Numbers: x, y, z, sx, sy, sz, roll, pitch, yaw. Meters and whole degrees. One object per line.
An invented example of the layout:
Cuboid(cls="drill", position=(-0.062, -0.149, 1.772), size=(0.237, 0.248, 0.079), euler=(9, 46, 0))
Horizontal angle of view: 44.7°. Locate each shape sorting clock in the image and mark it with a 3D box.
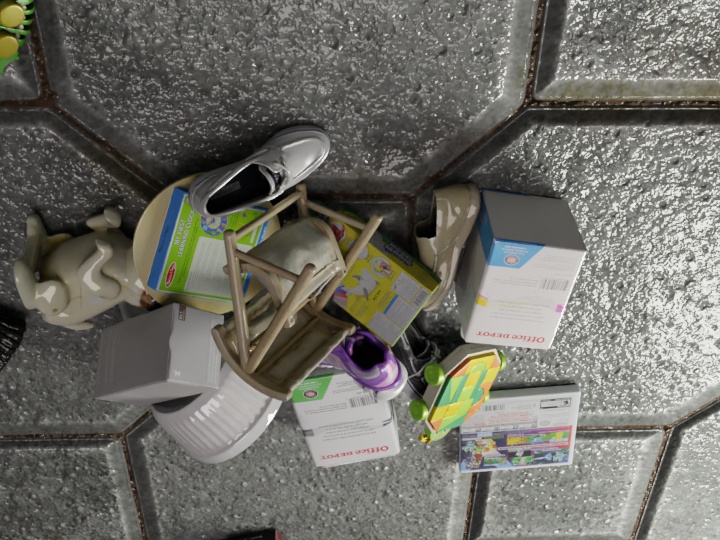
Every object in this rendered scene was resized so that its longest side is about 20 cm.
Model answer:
Cuboid(cls="shape sorting clock", position=(-0.201, -0.033, 1.159), size=(0.199, 0.039, 0.201), euler=(-12, 117, -24))

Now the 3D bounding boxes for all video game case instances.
Cuboid(cls="video game case", position=(0.267, 0.271, 1.490), size=(0.199, 0.023, 0.183), euler=(-5, 127, 0))

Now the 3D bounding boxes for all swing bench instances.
Cuboid(cls="swing bench", position=(-0.085, 0.024, 1.124), size=(0.129, 0.199, 0.201), euler=(23, 120, 16))

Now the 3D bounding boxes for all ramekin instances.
Cuboid(cls="ramekin", position=(-0.214, 0.168, 1.277), size=(0.200, 0.201, 0.105), euler=(-31, 124, 20))

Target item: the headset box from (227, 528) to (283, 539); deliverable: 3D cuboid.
Cuboid(cls="headset box", position=(-0.203, 0.583, 1.673), size=(0.148, 0.077, 0.200), euler=(-16, 125, 9))

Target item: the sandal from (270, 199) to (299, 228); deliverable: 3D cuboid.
Cuboid(cls="sandal", position=(-0.184, -0.067, 1.203), size=(0.200, 0.048, 0.076), euler=(-2, 123, -17))

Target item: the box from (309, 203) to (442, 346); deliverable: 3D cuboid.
Cuboid(cls="box", position=(0.000, 0.000, 1.218), size=(0.200, 0.048, 0.117), euler=(38, 123, 4))

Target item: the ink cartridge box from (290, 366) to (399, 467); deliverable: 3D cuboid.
Cuboid(cls="ink cartridge box", position=(-0.026, 0.209, 1.390), size=(0.145, 0.084, 0.201), euler=(-10, 127, 5))

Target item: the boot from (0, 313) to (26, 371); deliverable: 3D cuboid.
Cuboid(cls="boot", position=(-0.551, 0.055, 1.251), size=(0.157, 0.080, 0.211), euler=(31, 131, -15))

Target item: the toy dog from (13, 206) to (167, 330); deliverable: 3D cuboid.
Cuboid(cls="toy dog", position=(-0.345, 0.012, 1.194), size=(0.199, 0.140, 0.195), euler=(-5, 122, -4))

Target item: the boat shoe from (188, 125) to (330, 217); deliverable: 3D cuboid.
Cuboid(cls="boat shoe", position=(-0.118, -0.118, 1.105), size=(0.200, 0.065, 0.074), euler=(-33, 121, -13))

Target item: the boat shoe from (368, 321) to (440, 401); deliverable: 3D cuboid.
Cuboid(cls="boat shoe", position=(0.087, 0.132, 1.344), size=(0.068, 0.074, 0.200), euler=(-17, 118, 28))

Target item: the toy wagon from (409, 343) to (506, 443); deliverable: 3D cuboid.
Cuboid(cls="toy wagon", position=(0.146, 0.198, 1.360), size=(0.155, 0.040, 0.201), euler=(-6, 127, -41))

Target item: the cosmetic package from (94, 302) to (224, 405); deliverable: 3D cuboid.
Cuboid(cls="cosmetic package", position=(-0.276, 0.118, 1.187), size=(0.200, 0.107, 0.090), euler=(-14, 156, 42))

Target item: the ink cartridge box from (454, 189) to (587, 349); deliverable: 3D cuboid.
Cuboid(cls="ink cartridge box", position=(0.213, 0.010, 1.223), size=(0.128, 0.125, 0.201), euler=(7, 127, -7))

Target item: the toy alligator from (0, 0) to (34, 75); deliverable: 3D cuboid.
Cuboid(cls="toy alligator", position=(-0.419, -0.271, 1.031), size=(0.054, 0.059, 0.200), euler=(-14, 141, -46))

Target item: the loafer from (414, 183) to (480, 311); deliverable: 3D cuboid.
Cuboid(cls="loafer", position=(0.105, -0.036, 1.221), size=(0.068, 0.076, 0.201), euler=(13, 116, -10))

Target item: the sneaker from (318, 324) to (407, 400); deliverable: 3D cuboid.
Cuboid(cls="sneaker", position=(-0.024, 0.108, 1.269), size=(0.200, 0.081, 0.089), euler=(26, 159, 22))

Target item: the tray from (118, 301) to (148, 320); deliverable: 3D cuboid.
Cuboid(cls="tray", position=(-0.305, 0.083, 1.322), size=(0.107, 0.022, 0.201), euler=(-5, 127, 2))
